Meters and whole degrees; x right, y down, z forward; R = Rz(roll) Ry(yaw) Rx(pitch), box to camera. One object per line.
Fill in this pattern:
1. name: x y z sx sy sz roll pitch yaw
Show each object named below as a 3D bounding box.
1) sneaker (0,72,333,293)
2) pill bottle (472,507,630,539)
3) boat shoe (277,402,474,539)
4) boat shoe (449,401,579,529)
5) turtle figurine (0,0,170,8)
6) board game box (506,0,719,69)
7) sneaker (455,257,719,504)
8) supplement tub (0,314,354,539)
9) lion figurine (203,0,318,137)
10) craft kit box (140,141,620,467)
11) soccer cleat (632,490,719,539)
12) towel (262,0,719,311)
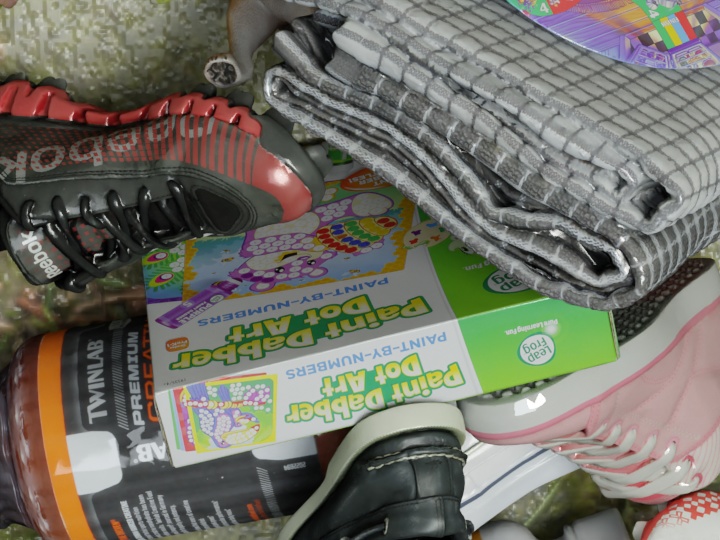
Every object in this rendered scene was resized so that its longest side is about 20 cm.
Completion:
1. sneaker: -0.106 -0.033 1.226 0.199 0.098 0.071 6 142 32
2. pill bottle: 0.047 0.189 1.351 0.199 0.111 0.112 -20 109 2
3. boat shoe: 0.011 0.131 1.221 0.074 0.067 0.200 -3 151 -20
4. boat shoe: 0.050 0.084 1.344 0.199 0.074 0.067 -29 106 -8
5. turtle figurine: -0.154 -0.180 1.231 0.161 0.064 0.200 -44 126 -14
6. board game box: 0.115 -0.183 1.178 0.157 0.201 0.039 24 143 -10
7. sneaker: 0.117 0.069 1.249 0.075 0.200 0.106 -3 104 33
8. supplement tub: -0.098 0.074 1.299 0.198 0.107 0.108 -11 109 4
9. lion figurine: -0.045 -0.154 1.229 0.072 0.123 0.201 0 131 0
10. craft kit box: 0.000 0.000 1.237 0.198 0.198 0.049 -14 121 -1
11. soccer cleat: 0.201 0.143 1.314 0.085 0.199 0.069 3 86 38
12. towel: 0.068 -0.070 1.173 0.199 0.165 0.086 31 117 15
